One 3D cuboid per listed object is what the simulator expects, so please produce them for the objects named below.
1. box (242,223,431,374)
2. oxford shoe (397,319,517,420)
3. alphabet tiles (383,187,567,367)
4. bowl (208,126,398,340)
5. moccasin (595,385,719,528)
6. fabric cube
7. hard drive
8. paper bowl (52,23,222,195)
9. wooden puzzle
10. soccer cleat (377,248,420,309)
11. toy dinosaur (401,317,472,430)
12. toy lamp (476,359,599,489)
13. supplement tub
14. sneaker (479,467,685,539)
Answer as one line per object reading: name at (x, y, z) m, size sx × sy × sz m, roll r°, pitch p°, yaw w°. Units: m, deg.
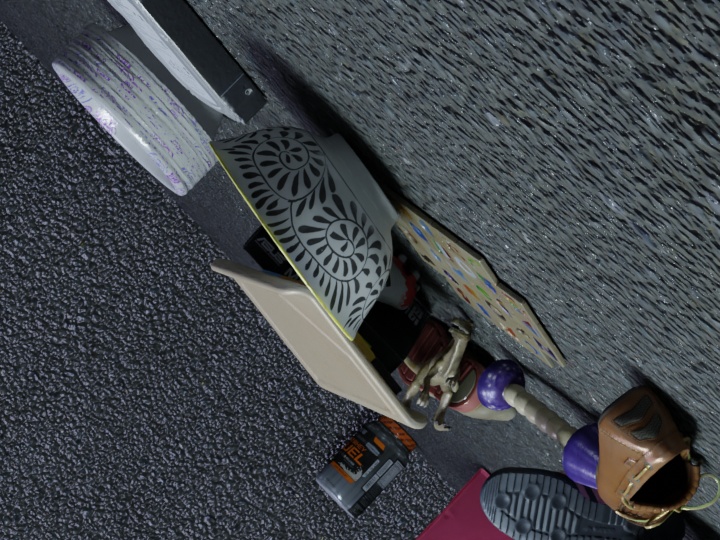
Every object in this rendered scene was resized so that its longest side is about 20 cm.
box at (-0.020, 0.013, 1.725) m, size 0.193 × 0.048 × 0.200 m, roll 44°, pitch -165°, yaw 0°
oxford shoe at (0.098, 0.112, 1.787) m, size 0.074 × 0.071 × 0.200 m, roll 31°, pitch -173°, yaw -27°
alphabet tiles at (0.093, 0.007, 1.432) m, size 0.200 × 0.006 × 0.167 m, roll 39°, pitch 171°, yaw 44°
bowl at (-0.030, -0.051, 1.396) m, size 0.201 × 0.094 × 0.201 m, roll 53°, pitch 180°, yaw 0°
moccasin at (0.223, 0.153, 1.272) m, size 0.078 × 0.073 × 0.202 m, roll 50°, pitch 167°, yaw 26°
fabric cube at (0.203, 0.472, 2.759) m, size 0.196 × 0.200 × 0.200 m, roll 44°, pitch 173°, yaw 15°
hard drive at (-0.181, -0.228, 1.564) m, size 0.200 × 0.038 × 0.140 m, roll 50°, pitch 171°, yaw -33°
paper bowl at (-0.226, -0.184, 1.814) m, size 0.201 × 0.104 × 0.201 m, roll 45°, pitch 173°, yaw 7°
wooden puzzle at (-0.036, 0.061, 1.584) m, size 0.200 × 0.037 × 0.185 m, roll 48°, pitch 166°, yaw -26°
soccer cleat at (0.000, 0.000, 1.619) m, size 0.069 × 0.085 × 0.200 m, roll 41°, pitch 172°, yaw 24°
toy dinosaur at (0.078, 0.105, 1.700) m, size 0.058 × 0.102 × 0.200 m, roll 25°, pitch 160°, yaw -7°
toy lamp at (0.175, 0.141, 1.527) m, size 0.058 × 0.058 × 0.200 m, roll 49°, pitch 172°, yaw -34°
supplement tub at (0.014, 0.398, 3.480) m, size 0.122 × 0.200 × 0.123 m, roll 43°, pitch 173°, yaw 7°
sneaker at (0.190, 0.214, 1.532) m, size 0.198 × 0.071 × 0.082 m, roll 16°, pitch -170°, yaw -18°
